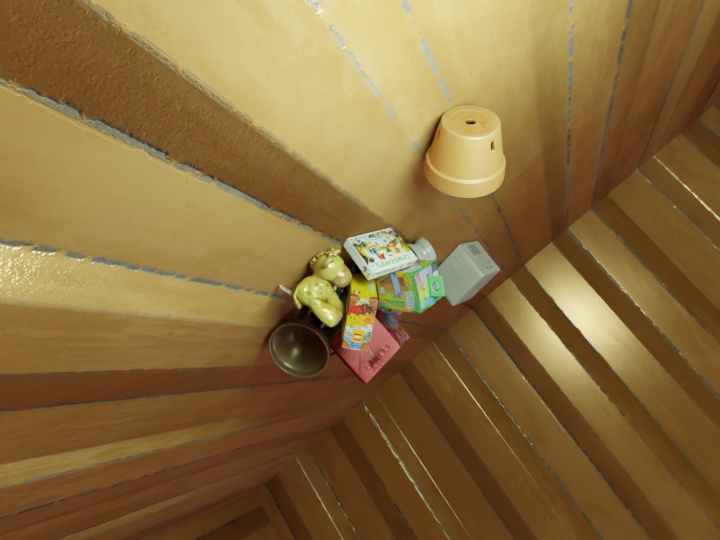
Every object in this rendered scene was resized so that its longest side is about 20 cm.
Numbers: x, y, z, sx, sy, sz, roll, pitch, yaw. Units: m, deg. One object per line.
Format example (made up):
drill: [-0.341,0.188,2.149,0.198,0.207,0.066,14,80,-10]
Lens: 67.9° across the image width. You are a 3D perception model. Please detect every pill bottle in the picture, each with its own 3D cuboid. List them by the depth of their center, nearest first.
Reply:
pill bottle: [0.146,-0.016,1.759,0.198,0.116,0.116,-34,160,-12]

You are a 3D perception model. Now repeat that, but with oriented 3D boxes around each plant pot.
plant pot: [0.250,-0.291,1.259,0.198,0.200,0.142,-28,141,-23]
plant pot: [-0.183,0.228,1.680,0.201,0.199,0.093,-48,-170,29]

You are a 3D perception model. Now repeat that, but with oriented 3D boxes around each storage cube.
storage cube: [0.001,0.234,1.748,0.171,0.180,0.200,-44,-175,-9]

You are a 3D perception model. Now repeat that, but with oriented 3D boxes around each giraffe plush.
giraffe plush: [-0.093,0.026,1.434,0.198,0.173,0.163,29,106,-31]

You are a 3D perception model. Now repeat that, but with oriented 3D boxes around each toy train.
toy train: [-0.095,0.092,1.643,0.114,0.085,0.202,-38,162,-40]

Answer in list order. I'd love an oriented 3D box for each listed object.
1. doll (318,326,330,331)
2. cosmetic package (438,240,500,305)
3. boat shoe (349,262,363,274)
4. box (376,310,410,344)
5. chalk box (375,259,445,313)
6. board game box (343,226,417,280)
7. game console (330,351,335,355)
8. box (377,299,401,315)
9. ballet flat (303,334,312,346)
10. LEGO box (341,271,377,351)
doll: [-0.096,0.164,1.833,0.135,0.049,0.201,-31,159,-16]
cosmetic package: [0.441,0.009,2.247,0.166,0.168,0.201,-13,151,-48]
boat shoe: [0.000,0.000,1.618,0.066,0.074,0.202,-9,135,-47]
box: [0.082,0.212,2.020,0.099,0.202,0.096,-13,152,-48]
chalk box: [0.158,0.044,1.587,0.197,0.127,0.123,4,-158,43]
board game box: [0.059,-0.051,1.513,0.198,0.127,0.035,-18,154,-44]
game console: [-0.106,0.257,1.932,0.114,0.180,0.200,8,173,0]
box: [0.059,0.106,1.829,0.196,0.042,0.039,17,126,-22]
ballet flat: [-0.167,0.237,1.836,0.070,0.065,0.200,-42,168,-7]
LEGO box: [-0.005,0.110,1.510,0.201,0.075,0.152,-95,-165,-71]
